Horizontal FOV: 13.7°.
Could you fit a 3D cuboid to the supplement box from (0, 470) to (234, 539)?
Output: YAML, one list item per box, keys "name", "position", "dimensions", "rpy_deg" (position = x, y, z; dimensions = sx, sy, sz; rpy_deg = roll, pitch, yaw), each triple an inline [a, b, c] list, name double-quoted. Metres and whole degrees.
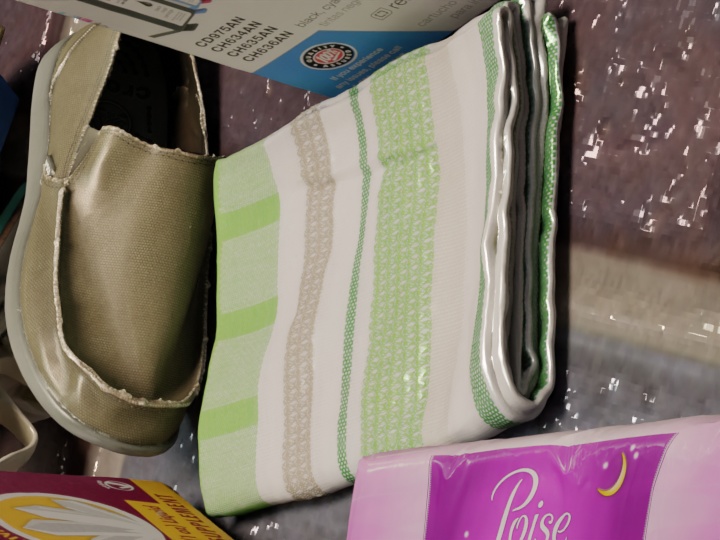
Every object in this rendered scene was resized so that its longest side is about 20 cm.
- name: "supplement box"
  position: [-0.137, 0.134, 1.037]
  dimensions: [0.131, 0.199, 0.104]
  rpy_deg: [30, 111, 56]

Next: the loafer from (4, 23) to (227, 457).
- name: "loafer"
  position: [-0.092, -0.023, 1.156]
  dimensions: [0.070, 0.075, 0.201]
  rpy_deg: [-46, 42, 45]

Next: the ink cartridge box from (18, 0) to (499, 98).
- name: "ink cartridge box"
  position: [-0.047, -0.170, 1.028]
  dimensions: [0.147, 0.199, 0.145]
  rpy_deg: [-30, 53, 49]

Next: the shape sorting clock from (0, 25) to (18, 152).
- name: "shape sorting clock"
  position: [-0.194, -0.013, 1.293]
  dimensions: [0.200, 0.039, 0.201]
  rpy_deg: [-90, 26, -71]

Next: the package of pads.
- name: "package of pads"
  position: [0.067, 0.106, 0.851]
  dimensions: [0.200, 0.075, 0.121]
  rpy_deg: [-11, 69, 56]

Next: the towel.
- name: "towel"
  position: [0.000, 0.000, 1.045]
  dimensions: [0.200, 0.031, 0.150]
  rpy_deg: [-23, 58, 52]

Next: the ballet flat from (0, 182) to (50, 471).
- name: "ballet flat"
  position: [-0.155, 0.047, 1.216]
  dimensions: [0.200, 0.068, 0.068]
  rpy_deg: [-59, -2, -41]
